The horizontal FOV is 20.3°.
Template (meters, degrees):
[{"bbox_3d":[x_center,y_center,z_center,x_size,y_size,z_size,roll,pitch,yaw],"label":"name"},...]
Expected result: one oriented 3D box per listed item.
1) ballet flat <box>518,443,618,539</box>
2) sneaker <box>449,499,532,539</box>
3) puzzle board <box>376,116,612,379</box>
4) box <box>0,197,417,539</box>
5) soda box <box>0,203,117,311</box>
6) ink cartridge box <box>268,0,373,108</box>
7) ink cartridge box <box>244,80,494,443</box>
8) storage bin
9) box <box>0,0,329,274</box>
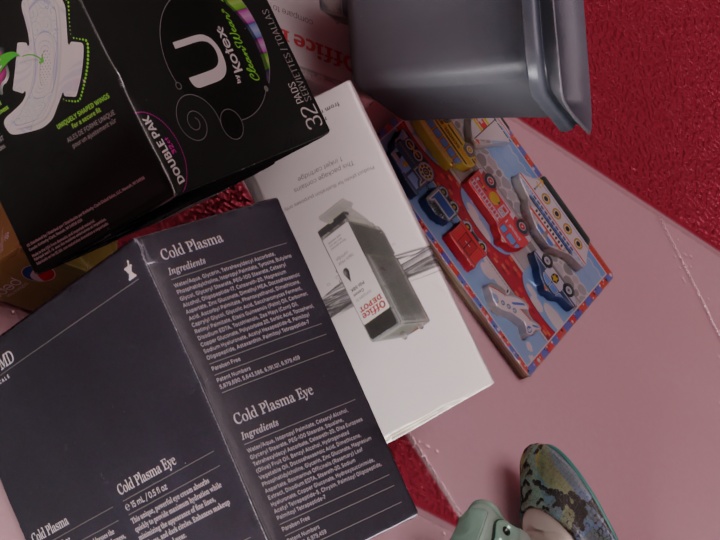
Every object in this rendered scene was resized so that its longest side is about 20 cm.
[{"bbox_3d":[0.147,0.212,1.329,0.074,0.074,0.201,-25,82,-47],"label":"ballet flat"},{"bbox_3d":[0.042,0.192,1.230,0.200,0.073,0.119,27,58,-43],"label":"sneaker"},{"bbox_3d":[0.097,-0.041,1.452,0.201,0.017,0.151,54,43,-7],"label":"puzzle board"},{"bbox_3d":[-0.097,0.089,1.067,0.104,0.199,0.183,-20,82,-45],"label":"box"},{"bbox_3d":[-0.181,-0.078,1.179,0.067,0.064,0.202,21,55,-35],"label":"soda box"},{"bbox_3d":[-0.074,-0.198,1.330,0.145,0.085,0.202,16,60,-36],"label":"ink cartridge box"},{"bbox_3d":[0.000,0.000,1.234,0.082,0.147,0.201,-26,87,-3],"label":"ink cartridge box"},{"bbox_3d":[0.070,-0.162,1.293,0.200,0.133,0.147,18,67,-78],"label":"storage bin"},{"bbox_3d":[-0.139,-0.127,1.102,0.148,0.124,0.201,-28,93,-52],"label":"box"}]
